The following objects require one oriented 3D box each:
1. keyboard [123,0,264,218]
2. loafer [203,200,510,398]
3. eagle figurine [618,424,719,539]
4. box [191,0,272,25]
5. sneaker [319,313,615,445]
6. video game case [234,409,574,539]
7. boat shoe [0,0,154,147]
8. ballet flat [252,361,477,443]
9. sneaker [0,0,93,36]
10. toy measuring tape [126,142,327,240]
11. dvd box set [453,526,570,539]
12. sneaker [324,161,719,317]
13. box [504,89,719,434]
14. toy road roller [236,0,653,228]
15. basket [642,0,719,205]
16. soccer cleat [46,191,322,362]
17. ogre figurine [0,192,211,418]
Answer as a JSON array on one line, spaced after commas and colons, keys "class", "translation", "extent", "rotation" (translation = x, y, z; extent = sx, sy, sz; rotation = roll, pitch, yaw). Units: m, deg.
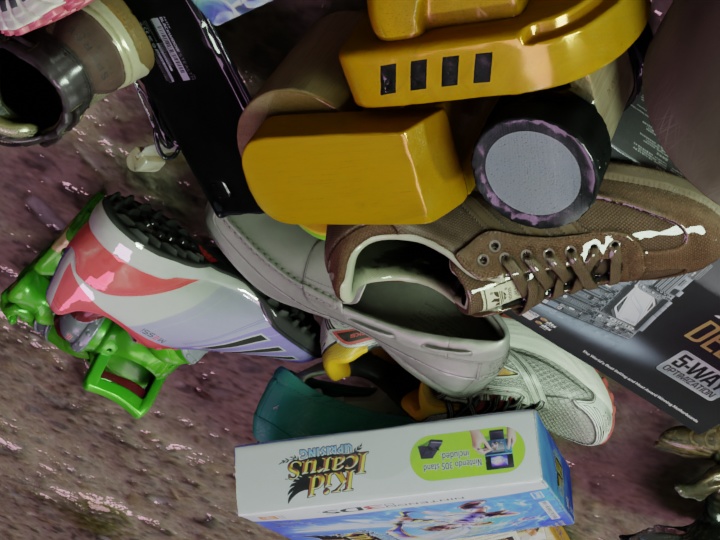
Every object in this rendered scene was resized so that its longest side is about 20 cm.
[{"class": "keyboard", "translation": [-0.093, -0.121, 0.759], "extent": [0.104, 0.040, 0.201], "rotation": [1, 124, 50]}, {"class": "loafer", "translation": [0.000, 0.000, 0.858], "extent": [0.199, 0.070, 0.070], "rotation": [29, 150, 2]}, {"class": "eagle figurine", "translation": [0.246, 0.171, 0.939], "extent": [0.150, 0.152, 0.201], "rotation": [-7, 137, 3]}, {"class": "box", "translation": [-0.055, -0.217, 0.567], "extent": [0.148, 0.108, 0.200], "rotation": [-16, 133, 40]}, {"class": "sneaker", "translation": [0.064, 0.070, 0.925], "extent": [0.199, 0.083, 0.078], "rotation": [22, 146, -4]}, {"class": "video game case", "translation": [0.035, 0.138, 0.927], "extent": [0.180, 0.046, 0.200], "rotation": [-8, 161, 12]}, {"class": "boat shoe", "translation": [-0.180, -0.102, 0.791], "extent": [0.073, 0.065, 0.200], "rotation": [58, 150, -9]}, {"class": "ballet flat", "translation": [0.025, 0.089, 0.971], "extent": [0.199, 0.071, 0.067], "rotation": [4, -165, -30]}, {"class": "sneaker", "translation": [-0.166, -0.157, 0.698], "extent": [0.199, 0.081, 0.075], "rotation": [6, 127, 47]}, {"class": "toy measuring tape", "translation": [-0.042, -0.047, 0.820], "extent": [0.199, 0.074, 0.074], "rotation": [-6, 139, 27]}, {"class": "dvd box set", "translation": [0.082, 0.212, 1.123], "extent": [0.145, 0.030, 0.200], "rotation": [-18, 133, 17]}, {"class": "sneaker", "translation": [0.080, -0.005, 0.725], "extent": [0.198, 0.076, 0.071], "rotation": [3, 143, 15]}, {"class": "box", "translation": [0.165, -0.001, 0.804], "extent": [0.199, 0.050, 0.158], "rotation": [31, 143, -15]}, {"class": "toy road roller", "translation": [0.032, -0.110, 0.667], "extent": [0.199, 0.123, 0.147], "rotation": [-2, 126, 28]}, {"class": "basket", "translation": [0.206, -0.110, 0.568], "extent": [0.179, 0.137, 0.200], "rotation": [26, 149, -7]}, {"class": "soccer cleat", "translation": [-0.100, 0.021, 0.888], "extent": [0.073, 0.068, 0.200], "rotation": [-47, 138, 13]}, {"class": "ogre figurine", "translation": [-0.168, 0.029, 0.976], "extent": [0.120, 0.098, 0.200], "rotation": [42, 130, -12]}]
